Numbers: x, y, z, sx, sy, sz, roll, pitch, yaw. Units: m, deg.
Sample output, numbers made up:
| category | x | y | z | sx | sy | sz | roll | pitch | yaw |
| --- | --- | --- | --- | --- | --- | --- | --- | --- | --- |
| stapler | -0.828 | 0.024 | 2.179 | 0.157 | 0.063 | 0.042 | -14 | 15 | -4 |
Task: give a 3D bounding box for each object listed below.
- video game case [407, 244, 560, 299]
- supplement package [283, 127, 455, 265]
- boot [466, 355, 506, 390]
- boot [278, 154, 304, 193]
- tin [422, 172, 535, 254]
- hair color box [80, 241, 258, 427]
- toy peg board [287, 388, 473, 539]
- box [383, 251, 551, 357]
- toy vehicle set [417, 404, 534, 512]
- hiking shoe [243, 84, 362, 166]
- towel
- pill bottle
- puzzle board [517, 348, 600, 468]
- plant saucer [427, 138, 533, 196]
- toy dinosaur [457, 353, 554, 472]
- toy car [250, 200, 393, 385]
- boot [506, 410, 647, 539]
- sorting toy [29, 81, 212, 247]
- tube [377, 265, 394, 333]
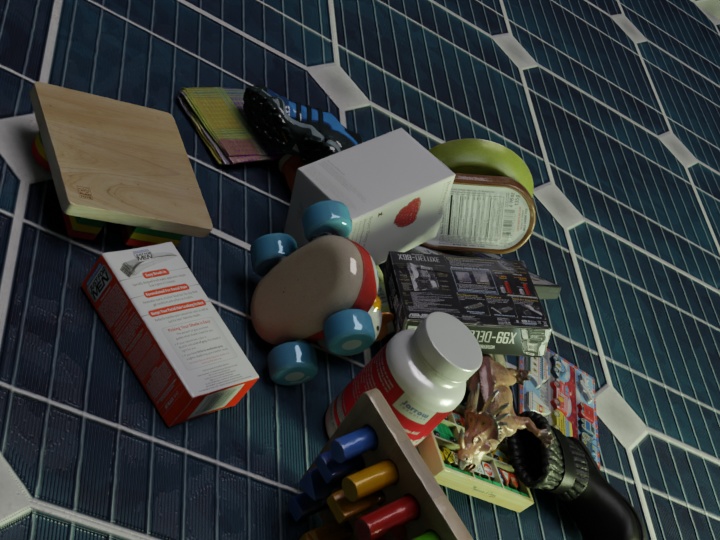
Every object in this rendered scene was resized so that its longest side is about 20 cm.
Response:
| category | x | y | z | sx | sy | sz | roll | pitch | yaw |
| --- | --- | --- | --- | --- | --- | --- | --- | --- | --- |
| video game case | 0.174 | -0.002 | 1.891 | 0.198 | 0.026 | 0.180 | 2 | 20 | -46 |
| supplement package | 0.013 | -0.091 | 1.740 | 0.199 | 0.122 | 0.120 | -26 | 56 | -36 |
| boot | 0.117 | 0.082 | 1.773 | 0.153 | 0.072 | 0.202 | 17 | 41 | -31 |
| boot | -0.023 | -0.160 | 1.847 | 0.198 | 0.076 | 0.107 | -22 | 53 | -25 |
| tin | 0.161 | -0.085 | 1.866 | 0.197 | 0.114 | 0.042 | 4 | 13 | 0 |
| hair color box | -0.216 | 0.069 | 1.433 | 0.110 | 0.064 | 0.201 | -12 | 62 | -51 |
| toy peg board | -0.005 | 0.268 | 1.322 | 0.097 | 0.201 | 0.200 | -17 | 63 | -37 |
| box | 0.137 | 0.043 | 1.676 | 0.197 | 0.050 | 0.159 | 3 | 34 | -12 |
| toy vehicle set | 0.139 | 0.232 | 1.626 | 0.199 | 0.026 | 0.125 | 27 | 35 | -44 |
| hiking shoe | -0.084 | -0.203 | 1.808 | 0.199 | 0.075 | 0.086 | 39 | 42 | 22 |
| towel | -0.168 | -0.210 | 1.845 | 0.199 | 0.023 | 0.144 | -11 | 59 | -53 |
| pill bottle | 0.053 | 0.144 | 1.507 | 0.111 | 0.200 | 0.113 | 27 | 35 | -21 |
| puzzle board | 0.297 | 0.191 | 1.889 | 0.150 | 0.017 | 0.201 | 33 | 33 | -16 |
| plant saucer | 0.164 | -0.111 | 1.917 | 0.198 | 0.200 | 0.031 | 28 | 40 | -21 |
| toy dinosaur | 0.165 | 0.162 | 1.617 | 0.135 | 0.085 | 0.202 | 34 | 34 | -42 |
| toy car | -0.019 | 0.046 | 1.591 | 0.199 | 0.176 | 0.187 | 23 | 46 | -48 |
| boot | 0.280 | 0.289 | 1.665 | 0.157 | 0.079 | 0.212 | 34 | 17 | -53 |
| sorting toy | -0.303 | -0.118 | 1.547 | 0.198 | 0.070 | 0.200 | 9 | 45 | -41 |
| tube | 0.000 | 0.000 | 1.764 | 0.201 | 0.052 | 0.058 | 62 | 6 | 33 |
